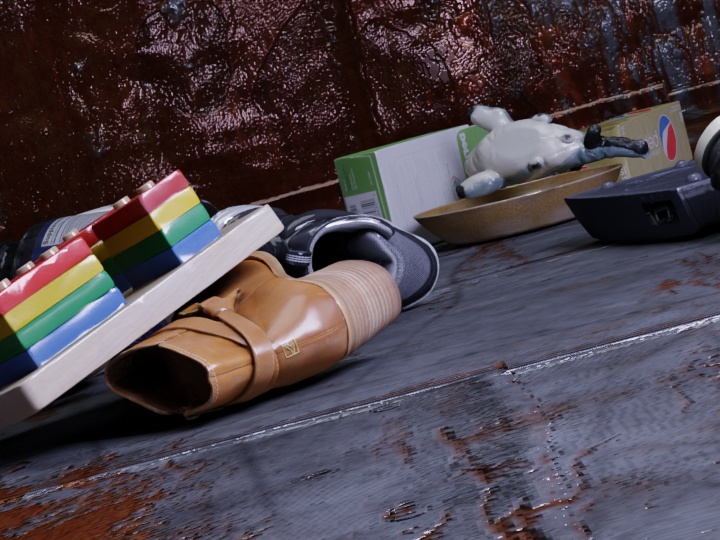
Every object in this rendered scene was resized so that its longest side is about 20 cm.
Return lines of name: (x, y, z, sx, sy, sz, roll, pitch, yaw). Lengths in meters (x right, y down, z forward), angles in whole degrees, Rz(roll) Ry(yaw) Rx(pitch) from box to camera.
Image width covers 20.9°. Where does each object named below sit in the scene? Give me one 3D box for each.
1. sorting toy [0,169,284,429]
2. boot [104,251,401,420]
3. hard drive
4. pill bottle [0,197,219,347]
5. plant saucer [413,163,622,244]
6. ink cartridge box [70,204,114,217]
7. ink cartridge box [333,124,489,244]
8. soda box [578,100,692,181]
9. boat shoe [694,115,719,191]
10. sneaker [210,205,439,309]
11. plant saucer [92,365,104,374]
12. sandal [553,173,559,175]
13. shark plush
sorting toy: (-0.177, 0.020, 1.177, 0.200, 0.070, 0.199, -38, 8, -33)
boot: (-0.091, 0.042, 1.146, 0.154, 0.074, 0.200, -25, 7, -41)
hard drive: (0.243, -0.056, 1.425, 0.134, 0.043, 0.200, -16, 5, -16)
pill bottle: (-0.207, 0.009, 1.563, 0.199, 0.112, 0.112, -8, 7, 21)
plant saucer: (0.149, -0.058, 1.804, 0.199, 0.036, 0.200, -15, 5, 1)
ink cartridge box: (-0.220, -0.001, 1.785, 0.067, 0.118, 0.200, -12, 5, 1)
ink cartridge box: (0.070, -0.083, 1.938, 0.059, 0.104, 0.200, -9, 7, 44)
soda box: (0.278, -0.126, 2.012, 0.064, 0.068, 0.200, -11, 6, 28)
boat shoe: (0.318, -0.071, 1.289, 0.201, 0.074, 0.063, -5, 38, -28)
sneaker: (0.000, 0.000, 1.285, 0.199, 0.076, 0.114, 6, 1, -42)
plant saucer: (-0.260, 0.074, 1.423, 0.199, 0.036, 0.200, -14, 4, 1)
sandal: (0.108, -0.073, 2.022, 0.202, 0.050, 0.083, -6, -29, -3)
shark plush: (0.177, -0.116, 1.818, 0.199, 0.091, 0.083, -17, -28, 33)
